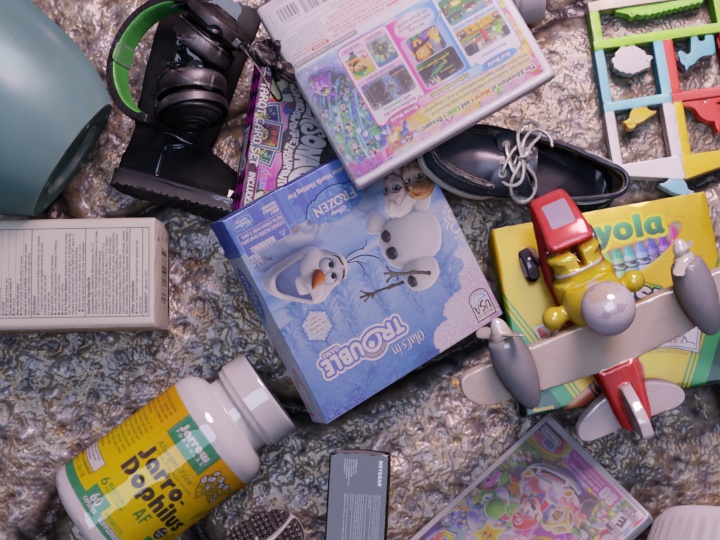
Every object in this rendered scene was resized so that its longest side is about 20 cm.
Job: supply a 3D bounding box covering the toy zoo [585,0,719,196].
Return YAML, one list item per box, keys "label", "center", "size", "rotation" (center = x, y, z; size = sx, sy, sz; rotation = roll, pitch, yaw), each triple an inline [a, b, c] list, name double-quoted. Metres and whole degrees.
- label: "toy zoo"
  center: [0.292, -0.164, 1.282]
  size: [0.131, 0.020, 0.201]
  rotation: [-9, 83, 0]

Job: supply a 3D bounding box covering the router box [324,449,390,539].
- label: "router box"
  center: [-0.004, 0.256, 1.172]
  size: [0.052, 0.157, 0.201]
  rotation: [3, 84, 2]

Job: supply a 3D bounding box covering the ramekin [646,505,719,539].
- label: "ramekin"
  center: [0.329, 0.264, 1.149]
  size: [0.201, 0.202, 0.095]
  rotation: [12, 73, 3]

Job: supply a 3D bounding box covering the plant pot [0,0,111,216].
- label: "plant pot"
  center: [-0.323, -0.143, 1.214]
  size: [0.161, 0.201, 0.201]
  rotation: [35, 85, -4]

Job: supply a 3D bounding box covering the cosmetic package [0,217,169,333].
- label: "cosmetic package"
  center: [-0.279, 0.007, 1.242]
  size: [0.199, 0.087, 0.104]
  rotation: [0, 84, 0]

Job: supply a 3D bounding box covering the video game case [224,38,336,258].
- label: "video game case"
  center: [-0.022, -0.095, 1.243]
  size: [0.180, 0.036, 0.201]
  rotation: [11, 83, -21]

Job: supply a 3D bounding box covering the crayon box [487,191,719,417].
- label: "crayon box"
  center: [0.231, 0.032, 1.241]
  size: [0.199, 0.058, 0.173]
  rotation: [-10, 83, 0]

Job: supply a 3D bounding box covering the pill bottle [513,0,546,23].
- label: "pill bottle"
  center: [0.067, -0.261, 1.254]
  size: [0.199, 0.112, 0.113]
  rotation: [-7, 83, 1]

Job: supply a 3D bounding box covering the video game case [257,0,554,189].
- label: "video game case"
  center: [0.039, -0.197, 1.181]
  size: [0.199, 0.024, 0.183]
  rotation: [-30, 85, -2]

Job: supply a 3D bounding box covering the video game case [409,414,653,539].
- label: "video game case"
  center: [0.139, 0.240, 1.202]
  size: [0.200, 0.018, 0.143]
  rotation: [-42, 50, -3]

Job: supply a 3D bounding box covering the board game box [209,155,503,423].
- label: "board game box"
  center: [0.000, 0.000, 1.204]
  size: [0.200, 0.043, 0.200]
  rotation: [-31, 99, -21]

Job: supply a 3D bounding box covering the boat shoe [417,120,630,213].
- label: "boat shoe"
  center: [0.149, -0.093, 1.224]
  size: [0.199, 0.062, 0.075]
  rotation: [16, 77, -20]

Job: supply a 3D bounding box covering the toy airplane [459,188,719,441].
- label: "toy airplane"
  center: [0.204, 0.050, 1.140]
  size: [0.198, 0.141, 0.201]
  rotation: [24, 84, 5]

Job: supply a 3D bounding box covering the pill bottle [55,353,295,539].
- label: "pill bottle"
  center: [-0.161, 0.166, 1.208]
  size: [0.200, 0.113, 0.113]
  rotation: [-36, 84, -3]

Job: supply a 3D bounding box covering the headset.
- label: "headset"
  center: [-0.147, -0.185, 1.195]
  size: [0.199, 0.094, 0.124]
  rotation: [11, 82, 28]

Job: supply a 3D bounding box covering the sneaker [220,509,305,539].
- label: "sneaker"
  center: [-0.137, 0.286, 1.197]
  size: [0.199, 0.080, 0.074]
  rotation: [-21, 57, -10]

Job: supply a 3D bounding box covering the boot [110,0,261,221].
- label: "boot"
  center: [-0.130, -0.152, 1.274]
  size: [0.164, 0.066, 0.201]
  rotation: [17, 80, 1]
